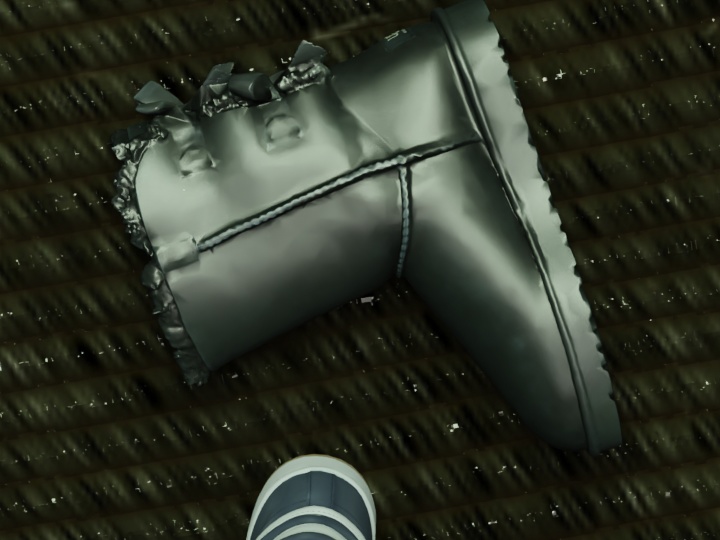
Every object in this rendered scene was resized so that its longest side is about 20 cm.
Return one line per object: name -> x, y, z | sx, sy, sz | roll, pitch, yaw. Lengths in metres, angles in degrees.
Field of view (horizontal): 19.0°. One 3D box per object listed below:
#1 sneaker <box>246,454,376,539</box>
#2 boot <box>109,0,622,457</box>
sneaker -> -0.028, 0.184, 0.856 | 0.069, 0.109, 0.202 | 5, 101, -2
boot -> 0.000, 0.001, 0.841 | 0.161, 0.073, 0.200 | -20, 93, 0
